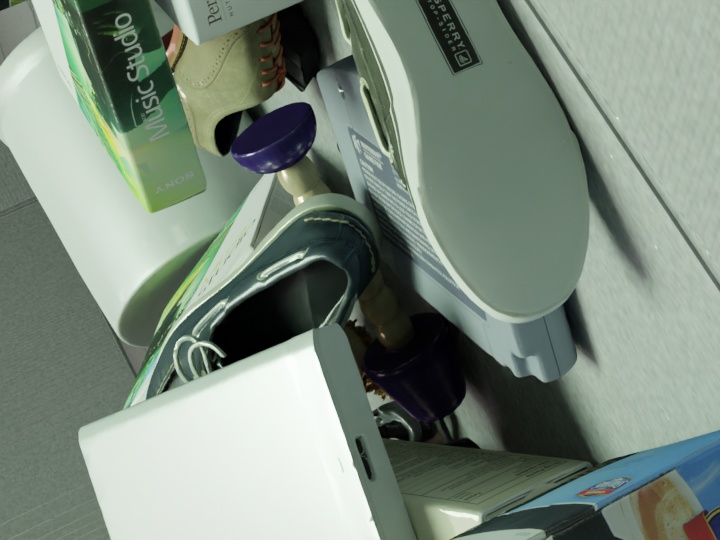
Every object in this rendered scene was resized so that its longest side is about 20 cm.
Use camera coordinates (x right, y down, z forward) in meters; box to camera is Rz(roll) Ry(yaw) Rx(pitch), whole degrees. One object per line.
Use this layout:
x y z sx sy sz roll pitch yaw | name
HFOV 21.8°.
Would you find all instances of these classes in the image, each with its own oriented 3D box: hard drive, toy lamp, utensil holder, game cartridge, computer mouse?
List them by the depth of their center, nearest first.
0.038 -0.038 0.914 0.200 0.041 0.133 42 157 61 | game cartridge
-0.061 0.117 0.956 0.200 0.026 0.132 -24 83 43 | hard drive
0.000 0.000 1.049 0.200 0.058 0.058 60 171 -24 | toy lamp
-0.031 -0.100 1.089 0.200 0.034 0.059 61 166 16 | computer mouse
-0.147 -0.071 1.332 0.200 0.170 0.170 57 166 21 | utensil holder

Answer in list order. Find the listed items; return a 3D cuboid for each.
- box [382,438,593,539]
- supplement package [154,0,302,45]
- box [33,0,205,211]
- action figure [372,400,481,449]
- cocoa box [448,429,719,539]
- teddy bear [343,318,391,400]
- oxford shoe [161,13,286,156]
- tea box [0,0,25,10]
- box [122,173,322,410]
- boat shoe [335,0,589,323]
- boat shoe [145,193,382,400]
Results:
0.019 0.137 0.967 0.200 0.095 0.078 2 103 44 | box
-0.078 -0.233 0.847 0.156 0.111 0.201 48 160 54 | supplement package
-0.136 -0.143 0.883 0.144 0.036 0.200 53 164 47 | box
0.049 0.136 1.129 0.130 0.069 0.200 56 171 3 | action figure
0.106 0.154 0.765 0.134 0.131 0.200 64 168 5 | cocoa box
-0.034 0.071 1.193 0.200 0.144 0.067 158 98 -72 | teddy bear
-0.063 -0.138 1.042 0.075 0.070 0.200 40 144 1 | oxford shoe
-0.233 -0.269 1.224 0.134 0.196 0.200 65 169 5 | tea box
-0.084 0.015 1.141 0.036 0.144 0.200 35 -163 -8 | box
0.039 -0.070 0.782 0.064 0.070 0.201 117 135 -74 | boat shoe
-0.058 0.045 0.998 0.075 0.200 0.062 40 -150 -12 | boat shoe
